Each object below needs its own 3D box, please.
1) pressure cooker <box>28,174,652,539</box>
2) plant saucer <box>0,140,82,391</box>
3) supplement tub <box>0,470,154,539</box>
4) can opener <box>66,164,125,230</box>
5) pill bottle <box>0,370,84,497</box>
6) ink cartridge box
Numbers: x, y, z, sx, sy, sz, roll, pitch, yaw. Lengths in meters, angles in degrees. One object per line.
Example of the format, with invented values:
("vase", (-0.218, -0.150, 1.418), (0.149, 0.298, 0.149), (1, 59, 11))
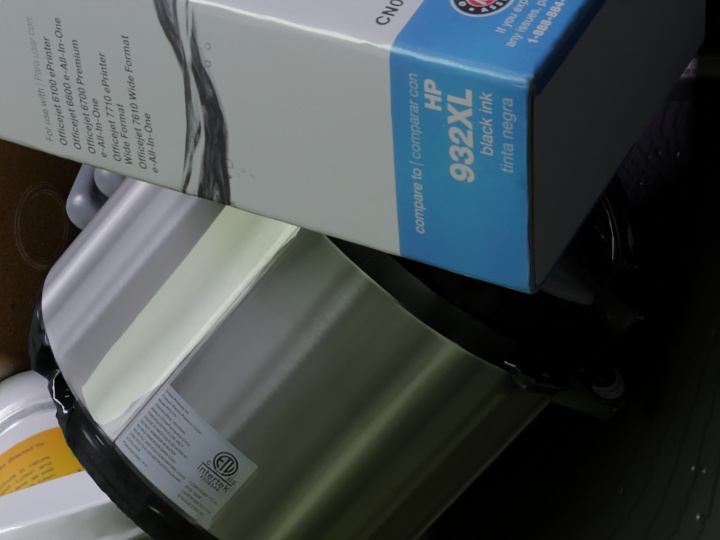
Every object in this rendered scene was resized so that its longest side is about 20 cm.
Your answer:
("pressure cooker", (0.000, 0.001, 0.899), (0.200, 0.175, 0.179), (-49, 39, 21))
("plant saucer", (-0.168, -0.023, 1.219), (0.035, 0.200, 0.202), (2, 79, 34))
("supplement tub", (-0.088, 0.183, 0.963), (0.140, 0.140, 0.202), (-9, 96, 59))
("can opener", (-0.111, -0.102, 1.210), (0.053, 0.067, 0.201), (-43, 20, 38))
("pill bottle", (-0.126, 0.134, 1.140), (0.112, 0.110, 0.200), (-64, 32, 23))
("ink cartridge box", (-0.006, -0.090, 0.789), (0.145, 0.199, 0.084), (-54, -30, -40))
